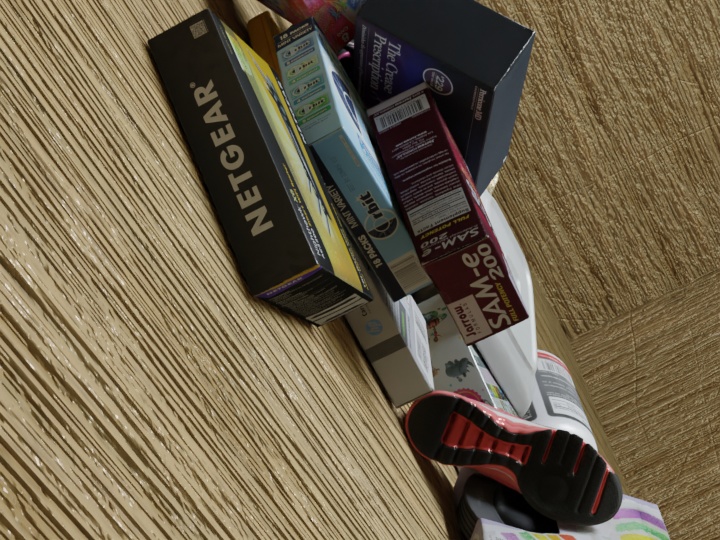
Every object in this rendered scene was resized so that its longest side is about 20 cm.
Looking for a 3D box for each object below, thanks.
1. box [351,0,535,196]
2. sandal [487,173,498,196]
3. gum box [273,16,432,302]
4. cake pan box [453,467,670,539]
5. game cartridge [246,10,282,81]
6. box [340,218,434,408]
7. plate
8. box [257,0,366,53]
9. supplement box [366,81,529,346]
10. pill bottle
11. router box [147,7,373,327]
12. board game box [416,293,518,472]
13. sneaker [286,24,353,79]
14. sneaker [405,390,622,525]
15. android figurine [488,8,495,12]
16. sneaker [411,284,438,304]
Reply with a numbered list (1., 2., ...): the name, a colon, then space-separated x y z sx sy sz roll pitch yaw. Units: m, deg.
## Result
1. box: 0.067 -0.161 1.384 0.140 0.079 0.200 28 -26 12
2. sandal: 0.120 -0.090 1.679 0.212 0.069 0.078 54 14 -48
3. gum box: -0.007 -0.097 1.308 0.170 0.044 0.201 57 10 -33
4. cake pan box: 0.175 0.237 1.335 0.199 0.053 0.184 18 17 -5
5. game cartridge: -0.044 -0.134 1.494 0.200 0.032 0.177 57 11 -46
6. box: 0.000 0.000 1.346 0.201 0.041 0.156 62 9 -19
7. plate: 0.144 0.017 1.596 0.200 0.032 0.201 57 27 -46
8. box: -0.058 -0.294 1.420 0.200 0.103 0.095 39 -12 44
9. supplement box: 0.070 -0.049 1.274 0.109 0.061 0.201 58 11 -45
10. pill bottle: 0.202 0.189 1.750 0.116 0.115 0.201 58 11 -31
11. router box: -0.068 -0.068 1.103 0.201 0.052 0.157 66 9 14
12. board game box: 0.111 0.131 1.552 0.201 0.064 0.147 65 10 13
13. sneaker: -0.014 -0.207 1.573 0.200 0.081 0.086 38 -1 36
14. sneaker: 0.136 0.152 1.343 0.199 0.074 0.087 26 6 1
15. android figurine: 0.054 -0.262 1.431 0.200 0.041 0.183 22 -44 59
16. sneaker: 0.049 -0.037 1.601 0.082 0.087 0.201 -98 -175 -58
